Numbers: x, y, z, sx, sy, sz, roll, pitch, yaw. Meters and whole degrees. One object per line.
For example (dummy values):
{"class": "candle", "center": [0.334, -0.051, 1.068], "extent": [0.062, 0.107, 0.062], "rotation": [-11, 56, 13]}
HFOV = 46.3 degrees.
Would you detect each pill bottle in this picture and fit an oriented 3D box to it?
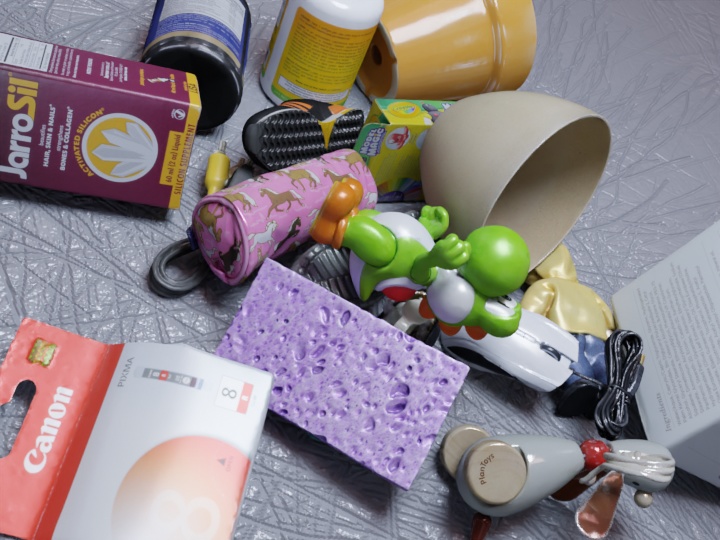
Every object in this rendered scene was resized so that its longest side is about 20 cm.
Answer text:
{"class": "pill bottle", "center": [-0.038, -0.284, 0.968], "extent": [0.110, 0.201, 0.112], "rotation": [14, 45, -15]}
{"class": "pill bottle", "center": [-0.179, -0.258, 0.938], "extent": [0.111, 0.112, 0.201], "rotation": [13, 45, -15]}

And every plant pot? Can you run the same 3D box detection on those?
{"class": "plant pot", "center": [0.138, -0.102, 0.857], "extent": [0.199, 0.201, 0.134], "rotation": [-20, 50, -39]}
{"class": "plant pot", "center": [0.089, -0.293, 1.065], "extent": [0.182, 0.201, 0.201], "rotation": [-24, 62, -22]}

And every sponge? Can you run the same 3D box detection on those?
{"class": "sponge", "center": [-0.021, 0.084, 0.703], "extent": [0.199, 0.030, 0.112], "rotation": [28, 79, 12]}

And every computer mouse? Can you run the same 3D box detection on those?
{"class": "computer mouse", "center": [0.167, 0.077, 0.803], "extent": [0.199, 0.044, 0.110], "rotation": [19, 63, 22]}

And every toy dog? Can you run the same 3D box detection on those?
{"class": "toy dog", "center": [0.161, 0.188, 0.707], "extent": [0.198, 0.097, 0.132], "rotation": [4, 0, 15]}

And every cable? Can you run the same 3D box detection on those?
{"class": "cable", "center": [-0.135, -0.039, 0.827], "extent": [0.097, 0.050, 0.201], "rotation": [36, 54, -17]}

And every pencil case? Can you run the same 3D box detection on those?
{"class": "pencil case", "center": [-0.067, -0.055, 0.801], "extent": [0.199, 0.086, 0.083], "rotation": [-29, 94, -46]}

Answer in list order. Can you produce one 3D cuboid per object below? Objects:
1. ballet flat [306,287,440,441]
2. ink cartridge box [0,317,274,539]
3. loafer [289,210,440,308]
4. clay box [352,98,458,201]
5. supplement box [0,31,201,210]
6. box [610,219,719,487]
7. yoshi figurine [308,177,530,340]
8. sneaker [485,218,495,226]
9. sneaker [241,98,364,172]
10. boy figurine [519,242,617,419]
{"class": "ballet flat", "center": [0.017, 0.074, 0.763], "extent": [0.073, 0.073, 0.200], "rotation": [40, 45, 12]}
{"class": "ink cartridge box", "center": [-0.176, 0.122, 0.613], "extent": [0.198, 0.050, 0.163], "rotation": [21, 56, -13]}
{"class": "loafer", "center": [0.000, 0.000, 0.827], "extent": [0.199, 0.069, 0.076], "rotation": [-21, 82, -43]}
{"class": "clay box", "center": [0.065, -0.133, 0.944], "extent": [0.198, 0.115, 0.048], "rotation": [-3, 50, -30]}
{"class": "supplement box", "center": [-0.256, -0.136, 0.774], "extent": [0.198, 0.111, 0.086], "rotation": [8, 30, -20]}
{"class": "box", "center": [0.389, 0.092, 0.829], "extent": [0.198, 0.171, 0.201], "rotation": [27, 41, -26]}
{"class": "yoshi figurine", "center": [0.064, -0.023, 0.729], "extent": [0.199, 0.112, 0.113], "rotation": [30, 62, 2]}
{"class": "sneaker", "center": [0.184, -0.102, 0.976], "extent": [0.071, 0.113, 0.200], "rotation": [38, 44, 8]}
{"class": "sneaker", "center": [-0.078, -0.147, 0.906], "extent": [0.089, 0.071, 0.200], "rotation": [17, 20, 28]}
{"class": "boy figurine", "center": [0.213, 0.053, 0.885], "extent": [0.123, 0.065, 0.201], "rotation": [7, 47, -21]}
